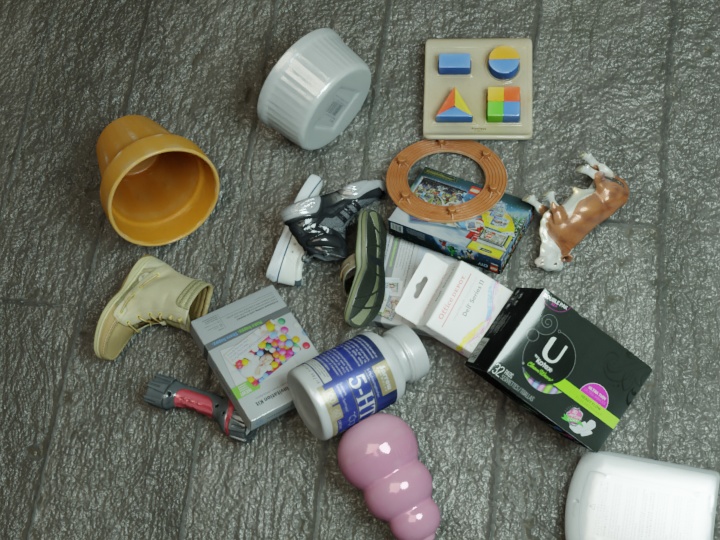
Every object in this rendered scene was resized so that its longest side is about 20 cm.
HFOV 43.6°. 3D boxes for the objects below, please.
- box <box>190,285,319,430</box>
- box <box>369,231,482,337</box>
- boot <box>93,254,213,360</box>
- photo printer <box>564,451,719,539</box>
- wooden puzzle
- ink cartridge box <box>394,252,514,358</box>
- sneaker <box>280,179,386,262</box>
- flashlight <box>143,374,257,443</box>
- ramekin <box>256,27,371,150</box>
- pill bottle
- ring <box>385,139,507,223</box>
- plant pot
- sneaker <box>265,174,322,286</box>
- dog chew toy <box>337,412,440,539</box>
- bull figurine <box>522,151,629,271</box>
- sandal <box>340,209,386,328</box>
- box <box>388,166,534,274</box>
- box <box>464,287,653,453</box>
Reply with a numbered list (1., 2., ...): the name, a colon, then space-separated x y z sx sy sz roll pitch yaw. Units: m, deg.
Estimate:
1. box: -0.161 0.137 1.458 0.156 0.041 0.200 -25 66 -24
2. box: 0.091 0.023 1.469 0.200 0.041 0.156 9 75 18
3. boot: -0.356 0.085 1.550 0.155 0.073 0.200 22 74 23
4. photo printer: 0.392 0.347 1.268 0.200 0.069 0.167 7 75 17
5. wooden puzzle: 0.200 -0.317 1.534 0.185 0.046 0.200 1 72 6
6. ink cartridge box: 0.167 0.065 1.375 0.200 0.067 0.117 30 81 -8
7. sneaker: -0.032 -0.079 1.503 0.200 0.075 0.114 -20 94 -29
8. flashlight: -0.262 0.226 1.483 0.200 0.068 0.068 14 72 17
9. ramekin: -0.072 -0.303 1.538 0.098 0.200 0.201 40 86 14
10. pill bottle: 0.000 0.164 1.380 0.200 0.120 0.120 -26 66 -21
11. ring: 0.141 -0.156 1.483 0.200 0.019 0.201 -2 49 2
12. plant pot: -0.376 -0.176 1.589 0.200 0.200 0.183 -39 51 0
13. sneaker: -0.096 -0.065 1.541 0.071 0.073 0.200 21 80 -3
14. dog chew toy: 0.050 0.316 1.346 0.124 0.125 0.200 -31 75 3
15. bull figurine: 0.332 -0.091 1.416 0.200 0.065 0.122 -39 109 -8
16. sandal: 0.001 0.000 1.446 0.057 0.080 0.201 -7 63 31
17. box: 0.164 -0.084 1.458 0.200 0.038 0.137 22 55 21
18. box: 0.282 0.139 1.296 0.200 0.124 0.149 36 85 -6
